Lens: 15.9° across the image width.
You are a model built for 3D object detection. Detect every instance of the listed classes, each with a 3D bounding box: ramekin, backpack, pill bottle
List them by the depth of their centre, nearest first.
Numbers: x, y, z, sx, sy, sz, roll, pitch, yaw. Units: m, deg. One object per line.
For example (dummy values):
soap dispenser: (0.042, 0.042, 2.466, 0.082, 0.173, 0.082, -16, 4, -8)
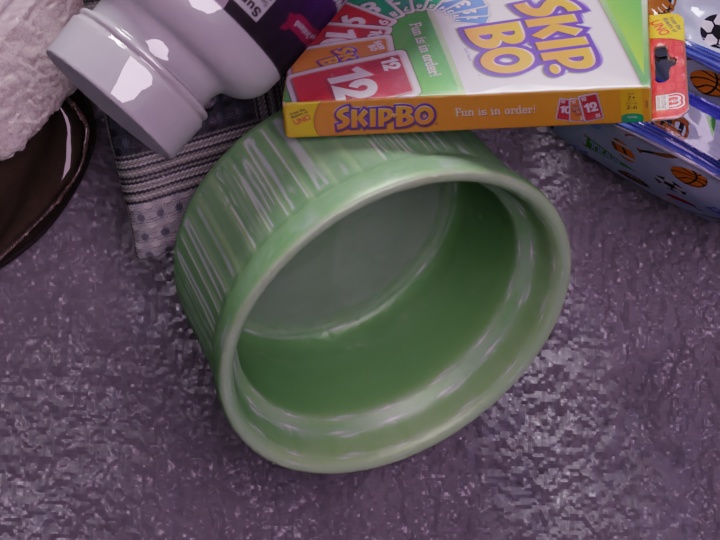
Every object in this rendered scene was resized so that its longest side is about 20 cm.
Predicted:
pill bottle: (-0.059, -0.156, 1.268, 0.111, 0.111, 0.200, 41, 85, -7)
ramekin: (0.000, 0.000, 1.339, 0.199, 0.200, 0.098, -20, 47, -17)
backpack: (0.201, -0.110, 1.406, 0.199, 0.190, 0.154, 23, 78, -13)

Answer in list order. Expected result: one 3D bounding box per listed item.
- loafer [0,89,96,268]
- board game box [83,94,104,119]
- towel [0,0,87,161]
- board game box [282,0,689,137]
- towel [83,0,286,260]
loafer: (-0.210, -0.024, 1.345, 0.073, 0.071, 0.200, 43, 75, -7)
board game box: (-0.066, -0.168, 1.421, 0.199, 0.034, 0.135, -13, 87, -16)
towel: (-0.160, -0.167, 1.323, 0.200, 0.034, 0.133, -52, 125, -21)
board game box: (0.064, -0.106, 1.292, 0.199, 0.030, 0.096, 0, 39, 5)
towel: (-0.045, -0.120, 1.360, 0.199, 0.035, 0.193, -15, 106, -17)
